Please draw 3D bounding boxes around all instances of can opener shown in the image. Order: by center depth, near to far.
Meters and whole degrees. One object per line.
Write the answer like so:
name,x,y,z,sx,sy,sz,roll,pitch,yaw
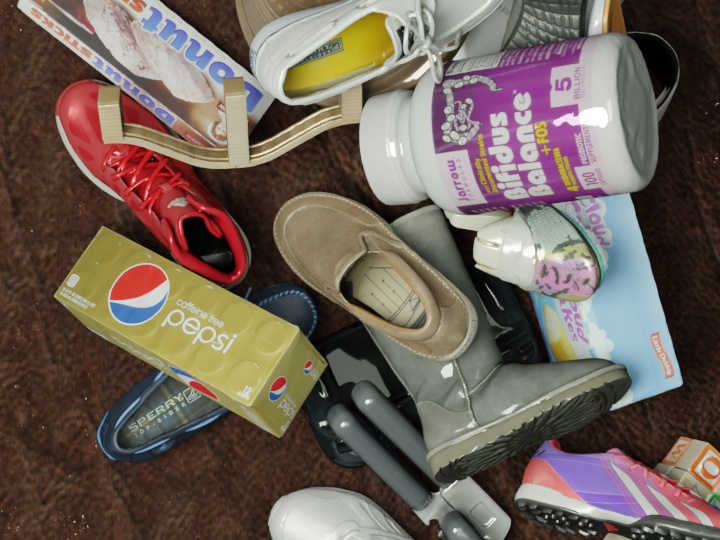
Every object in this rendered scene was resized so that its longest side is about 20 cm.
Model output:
can opener,0.053,0.165,1.229,0.053,0.067,0.200,-42,114,1

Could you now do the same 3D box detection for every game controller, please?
game controller,0.046,0.075,1.263,0.198,0.042,0.105,-25,80,-11

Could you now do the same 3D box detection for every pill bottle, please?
pill bottle,0.104,-0.100,1.124,0.198,0.112,0.114,-7,91,27

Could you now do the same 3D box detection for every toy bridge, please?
toy bridge,-0.091,-0.109,1.156,0.197,0.027,0.068,-5,130,-6

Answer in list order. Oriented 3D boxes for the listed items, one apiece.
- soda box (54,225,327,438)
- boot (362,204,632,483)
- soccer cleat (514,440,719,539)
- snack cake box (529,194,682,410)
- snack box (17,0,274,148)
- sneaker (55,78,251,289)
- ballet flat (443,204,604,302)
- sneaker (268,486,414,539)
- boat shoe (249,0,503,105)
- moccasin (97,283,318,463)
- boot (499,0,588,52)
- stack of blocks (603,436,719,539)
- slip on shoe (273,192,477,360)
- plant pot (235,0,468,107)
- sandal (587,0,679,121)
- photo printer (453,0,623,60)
soda box,-0.125,0.043,1.151,0.199,0.064,0.068,26,74,29
boot,0.091,0.040,1.205,0.180,0.073,0.202,-22,61,4
soccer cleat,0.219,0.178,1.233,0.198,0.068,0.074,8,64,31
snack cake box,0.179,0.003,1.246,0.066,0.115,0.202,-17,93,-11
snack box,-0.163,-0.169,1.214,0.199,0.024,0.072,38,62,-9
sneaker,-0.149,-0.069,1.179,0.200,0.115,0.078,44,82,-8
ballet flat,0.105,-0.036,1.188,0.070,0.200,0.070,-7,126,-24
sneaker,0.022,0.230,1.220,0.199,0.099,0.079,29,84,-10
boat shoe,0.025,-0.166,1.089,0.200,0.086,0.075,-21,124,-10
moccasin,-0.110,0.087,1.210,0.200,0.068,0.081,-41,97,-9
boot,0.149,-0.207,1.182,0.067,0.201,0.131,14,43,7
stack of blocks,0.255,0.252,1.288,0.115,0.059,0.201,39,83,-9
slip on shoe,0.000,0.000,1.184,0.200,0.060,0.076,40,103,31
plant pot,-0.015,-0.224,1.175,0.199,0.093,0.204,1,91,21
sandal,0.214,-0.149,1.212,0.059,0.207,0.080,8,75,18
photo printer,0.110,-0.211,1.257,0.166,0.069,0.201,36,83,-9
